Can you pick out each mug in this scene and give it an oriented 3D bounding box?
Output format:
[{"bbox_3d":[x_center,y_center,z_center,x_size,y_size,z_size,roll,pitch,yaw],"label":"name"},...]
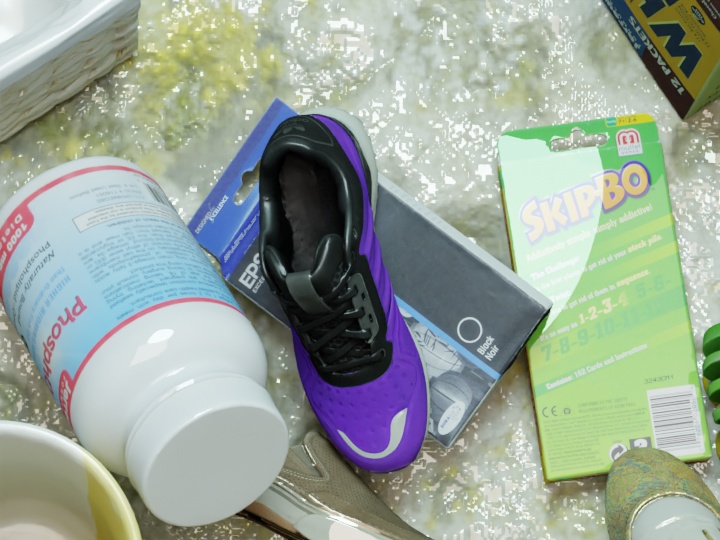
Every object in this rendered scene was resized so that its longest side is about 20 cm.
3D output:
[{"bbox_3d":[-0.170,0.177,1.251,0.149,0.153,0.187,-44,83,-10],"label":"mug"}]

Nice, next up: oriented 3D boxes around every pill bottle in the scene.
[{"bbox_3d":[-0.116,0.038,1.264,0.108,0.109,0.200,-30,48,-7],"label":"pill bottle"}]

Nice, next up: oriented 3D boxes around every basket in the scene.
[{"bbox_3d":[-0.232,-0.142,1.331,0.199,0.123,0.136,-32,80,-8],"label":"basket"}]

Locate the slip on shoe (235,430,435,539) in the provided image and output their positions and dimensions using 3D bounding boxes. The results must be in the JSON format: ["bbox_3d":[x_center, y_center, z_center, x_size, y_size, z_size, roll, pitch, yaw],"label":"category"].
[{"bbox_3d":[-0.030,0.117,1.312,0.199,0.076,0.061,22,77,11],"label":"slip on shoe"}]

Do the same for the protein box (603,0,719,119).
[{"bbox_3d":[0.237,-0.213,1.319,0.198,0.200,0.135,-32,81,-8],"label":"protein box"}]

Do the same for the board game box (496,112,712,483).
[{"bbox_3d":[0.136,0.014,1.358,0.095,0.030,0.202,-7,81,-2],"label":"board game box"}]

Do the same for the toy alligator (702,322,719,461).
[{"bbox_3d":[0.218,0.095,1.307,0.054,0.059,0.202,14,58,-39],"label":"toy alligator"}]

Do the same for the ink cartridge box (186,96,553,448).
[{"bbox_3d":[0.000,0.000,1.338,0.199,0.039,0.100,36,100,7],"label":"ink cartridge box"}]

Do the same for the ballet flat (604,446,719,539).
[{"bbox_3d":[0.178,0.179,1.256,0.070,0.071,0.201,-12,69,-4],"label":"ballet flat"}]

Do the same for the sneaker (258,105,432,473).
[{"bbox_3d":[-0.018,0.015,1.271,0.069,0.099,0.202,-14,92,14],"label":"sneaker"}]
